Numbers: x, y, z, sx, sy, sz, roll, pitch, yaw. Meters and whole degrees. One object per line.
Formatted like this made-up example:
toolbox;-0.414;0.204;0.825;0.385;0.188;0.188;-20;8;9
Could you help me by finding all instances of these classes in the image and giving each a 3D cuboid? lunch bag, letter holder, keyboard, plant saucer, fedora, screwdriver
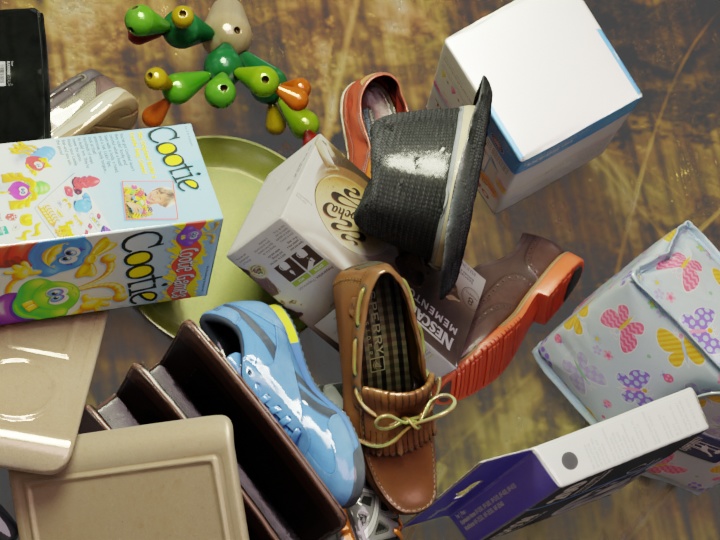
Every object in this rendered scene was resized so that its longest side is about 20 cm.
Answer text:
lunch bag;0.276;0.090;1.354;0.200;0.170;0.127;48;51;2
letter holder;-0.118;0.156;1.215;0.101;0.142;0.200;-36;84;-26
keyboard;-0.311;-0.149;1.303;0.104;0.040;0.200;-3;42;-10
plant saucer;-0.118;-0.019;1.348;0.199;0.031;0.201;6;68;-17
fedora;0.047;-0.073;1.248;0.091;0.201;0.201;12;65;2
screwdriver;-0.338;0.139;1.207;0.200;0.029;0.028;46;62;-3

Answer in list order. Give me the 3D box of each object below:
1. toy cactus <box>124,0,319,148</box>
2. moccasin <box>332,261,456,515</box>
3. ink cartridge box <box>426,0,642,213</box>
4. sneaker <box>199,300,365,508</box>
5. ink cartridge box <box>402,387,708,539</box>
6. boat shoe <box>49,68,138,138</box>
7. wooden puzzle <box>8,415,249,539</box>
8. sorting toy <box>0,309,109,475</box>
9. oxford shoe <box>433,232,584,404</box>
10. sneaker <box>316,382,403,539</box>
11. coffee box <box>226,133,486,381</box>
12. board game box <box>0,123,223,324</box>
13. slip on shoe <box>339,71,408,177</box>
toy cactus;-0.120;-0.180;1.375;0.200;0.102;0.165;22;33;-18
moccasin;0.028;0.093;1.219;0.073;0.078;0.202;-6;97;-20
ink cartridge box;0.149;-0.148;1.408;0.125;0.200;0.129;-29;80;-9
sneaker;-0.067;0.107;1.233;0.078;0.066;0.200;0;47;-41
ink cartridge box;0.154;0.170;1.273;0.200;0.198;0.043;-15;72;-23
boat shoe;-0.279;-0.100;1.307;0.200;0.072;0.065;-37;63;-19
wooden puzzle;-0.165;0.217;1.170;0.185;0.037;0.201;-9;85;17
sorting toy;-0.299;0.065;1.218;0.185;0.037;0.200;10;46;-5
oxford shoe;0.113;0.042;1.392;0.072;0.071;0.200;36;57;21
sneaker;0.007;0.179;1.278;0.077;0.078;0.200;-16;75;-8
coffee box;0.000;0.000;1.311;0.200;0.080;0.113;41;42;-17
board game box;-0.222;-0.035;1.230;0.199;0.103;0.105;-8;55;-20
slip on shoe;0.028;-0.087;1.408;0.074;0.061;0.201;-5;73;-23
